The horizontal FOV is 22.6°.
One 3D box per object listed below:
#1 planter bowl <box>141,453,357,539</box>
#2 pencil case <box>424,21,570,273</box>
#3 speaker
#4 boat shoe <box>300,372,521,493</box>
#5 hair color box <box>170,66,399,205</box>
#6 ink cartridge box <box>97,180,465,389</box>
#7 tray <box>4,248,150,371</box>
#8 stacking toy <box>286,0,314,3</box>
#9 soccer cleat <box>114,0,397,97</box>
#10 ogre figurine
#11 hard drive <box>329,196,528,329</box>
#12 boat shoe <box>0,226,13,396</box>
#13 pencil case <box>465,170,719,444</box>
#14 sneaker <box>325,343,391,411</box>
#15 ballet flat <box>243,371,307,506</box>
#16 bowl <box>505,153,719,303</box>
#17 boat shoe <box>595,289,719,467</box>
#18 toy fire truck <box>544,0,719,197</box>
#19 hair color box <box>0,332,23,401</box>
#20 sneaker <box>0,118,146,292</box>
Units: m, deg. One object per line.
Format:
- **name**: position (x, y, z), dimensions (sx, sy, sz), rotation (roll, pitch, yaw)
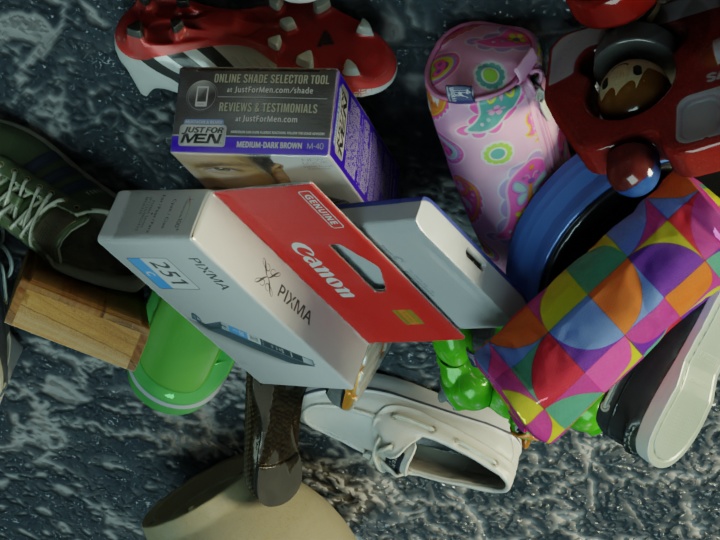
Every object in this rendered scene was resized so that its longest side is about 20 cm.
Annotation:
- **planter bowl**: position (-0.108, 0.244, 1.564), dimensions (0.199, 0.200, 0.136), rotation (-24, 101, 32)
- **pencil case**: position (0.105, -0.076, 1.233), dimensions (0.086, 0.088, 0.201), rotation (-5, 135, 17)
- **speaker**: position (-0.122, 0.027, 1.394), dimensions (0.088, 0.089, 0.201), rotation (20, 137, -9)
- **boat shoe**: position (0.035, 0.140, 1.492), dimensions (0.198, 0.066, 0.072), rotation (17, 138, -5)
- **hair color box**: position (-0.046, -0.074, 1.220), dimensions (0.108, 0.066, 0.200), rotation (2, 164, 14)
- **ink cartridge box**: position (-0.053, 0.014, 1.223), dimensions (0.175, 0.045, 0.200), rotation (-1, 148, 39)
- **tray**: position (-0.211, 0.024, 1.349), dimensions (0.098, 0.200, 0.037), rotation (22, 93, -11)
- **stacking toy**: position (-0.093, -0.223, 1.119), dimensions (0.199, 0.147, 0.146), rotation (19, 141, -36)
- **soccer cleat**: position (-0.070, -0.141, 1.224), dimensions (0.198, 0.069, 0.086), rotation (7, 146, 9)
- **ogre figurine**: position (0.140, 0.066, 1.376), dimensions (0.198, 0.098, 0.121), rotation (0, 123, -16)
- **hard drive**: position (0.000, 0.000, 1.238), dimensions (0.199, 0.026, 0.132), rotation (-4, 146, 41)
- **boat shoe**: position (-0.308, 0.008, 1.406), dimensions (0.074, 0.062, 0.202), rotation (-9, 106, 3)
- **pencil case**: position (0.163, 0.025, 1.170), dimensions (0.200, 0.089, 0.088), rotation (-42, 121, 7)
- **sneaker**: position (-0.016, 0.028, 1.389), dimensions (0.076, 0.079, 0.201), rotation (17, 135, 14)
- **ballet flat**: position (-0.069, 0.100, 1.463), dimensions (0.067, 0.046, 0.202), rotation (-11, 123, -26)
- **bowl**: position (0.198, -0.010, 1.249), dimensions (0.198, 0.039, 0.202), rotation (-12, 129, -15)
- **boat shoe**: position (0.228, 0.034, 1.224), dimensions (0.060, 0.201, 0.076), rotation (29, 173, 41)
- **toy fire truck**: position (0.204, -0.123, 1.100), dimensions (0.198, 0.169, 0.112), rotation (-14, 132, 25)
- **hair color box**: position (-0.361, 0.039, 1.447), dimensions (0.060, 0.101, 0.201), rotation (-11, 133, 27)
- **sneaker**: position (-0.229, -0.047, 1.323), dimensions (0.199, 0.090, 0.067), rotation (31, 102, -23)
